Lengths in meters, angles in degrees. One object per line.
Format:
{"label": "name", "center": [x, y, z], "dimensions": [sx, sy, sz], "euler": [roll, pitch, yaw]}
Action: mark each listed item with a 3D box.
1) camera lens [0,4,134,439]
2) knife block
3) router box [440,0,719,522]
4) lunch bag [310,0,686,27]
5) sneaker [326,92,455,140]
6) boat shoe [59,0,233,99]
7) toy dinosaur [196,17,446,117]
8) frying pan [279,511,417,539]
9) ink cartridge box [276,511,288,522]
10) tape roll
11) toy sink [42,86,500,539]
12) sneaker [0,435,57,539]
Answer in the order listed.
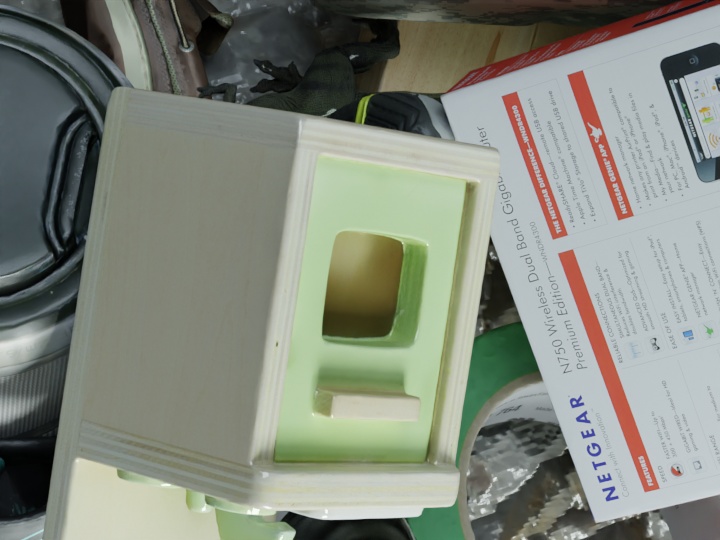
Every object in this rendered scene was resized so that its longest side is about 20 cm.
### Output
{"label": "camera lens", "center": [-0.169, -0.010, 1.047], "dimensions": [0.159, 0.200, 0.161], "euler": [3, 69, -9]}
{"label": "knife block", "center": [0.041, -0.159, 1.186], "dimensions": [0.199, 0.064, 0.176], "euler": [-29, 94, -18]}
{"label": "router box", "center": [0.151, -0.012, 1.012], "dimensions": [0.178, 0.049, 0.201], "euler": [-15, 102, 24]}
{"label": "lunch bag", "center": [0.064, -0.172, 1.058], "dimensions": [0.198, 0.168, 0.140], "euler": [4, 66, -1]}
{"label": "sneaker", "center": [0.000, 0.000, 1.089], "dimensions": [0.076, 0.201, 0.076], "euler": [3, 45, -29]}
{"label": "boat shoe", "center": [-0.099, -0.115, 1.172], "dimensions": [0.074, 0.075, 0.204], "euler": [-7, 81, -18]}
{"label": "toy dinosaur", "center": [-0.016, -0.081, 1.109], "dimensions": [0.199, 0.048, 0.088], "euler": [-11, 31, 7]}
{"label": "frying pan", "center": [-0.012, 0.114, 1.040], "dimensions": [0.031, 0.115, 0.191], "euler": [19, 55, -40]}
{"label": "ink cartridge box", "center": [-0.047, 0.151, 1.091], "dimensions": [0.199, 0.044, 0.094], "euler": [-27, 75, -18]}
{"label": "tape roll", "center": [0.098, 0.121, 1.092], "dimensions": [0.199, 0.048, 0.202], "euler": [13, 58, -22]}
{"label": "toy sink", "center": [-0.032, 0.039, 0.959], "dimensions": [0.112, 0.130, 0.201], "euler": [11, 93, 39]}
{"label": "sneaker", "center": [-0.185, 0.105, 1.045], "dimensions": [0.199, 0.079, 0.076], "euler": [-12, 52, 5]}
